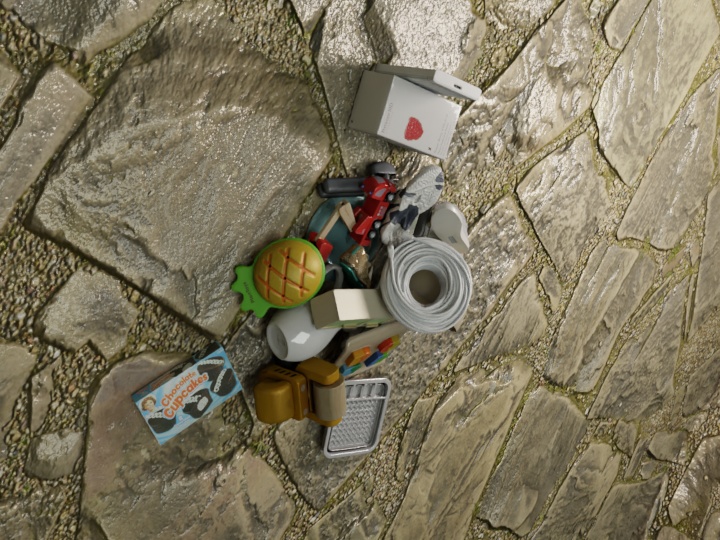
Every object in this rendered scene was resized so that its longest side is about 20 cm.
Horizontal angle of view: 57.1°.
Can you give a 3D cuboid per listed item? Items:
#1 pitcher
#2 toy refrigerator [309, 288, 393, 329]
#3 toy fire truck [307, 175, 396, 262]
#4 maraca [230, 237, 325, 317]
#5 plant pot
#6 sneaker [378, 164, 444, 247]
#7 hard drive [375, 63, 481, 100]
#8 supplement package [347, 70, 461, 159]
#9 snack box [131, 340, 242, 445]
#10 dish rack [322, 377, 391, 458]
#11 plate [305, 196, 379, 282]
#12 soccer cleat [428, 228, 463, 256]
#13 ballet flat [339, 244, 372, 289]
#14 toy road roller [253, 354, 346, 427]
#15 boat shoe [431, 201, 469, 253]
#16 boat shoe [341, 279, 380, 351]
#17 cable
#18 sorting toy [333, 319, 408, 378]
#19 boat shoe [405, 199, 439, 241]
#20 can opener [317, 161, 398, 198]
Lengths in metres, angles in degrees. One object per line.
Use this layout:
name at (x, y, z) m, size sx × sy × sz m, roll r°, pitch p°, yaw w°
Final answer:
pitcher at (-0.105, 0.090, 1.416) m, size 0.197 × 0.120 × 0.176 m, roll -24°, pitch 114°, yaw -38°
toy refrigerator at (-0.008, 0.083, 1.393) m, size 0.197 × 0.075 × 0.072 m, roll 1°, pitch 72°, yaw -50°
toy fire truck at (-0.019, -0.110, 1.388) m, size 0.139 × 0.049 × 0.203 m, roll 7°, pitch 117°, yaw -45°
maraca at (-0.166, 0.015, 1.340) m, size 0.196 × 0.107 × 0.140 m, roll -25°, pitch 96°, yaw 6°
plant pot at (0.182, 0.027, 1.538) m, size 0.135 × 0.199 × 0.200 m, roll -51°, pitch 128°, yaw -6°
sneaker at (0.097, -0.162, 1.449) m, size 0.078 × 0.130 × 0.202 m, roll 19°, pitch 114°, yaw -26°
hard drive at (0.136, -0.388, 1.356) m, size 0.129 × 0.199 × 0.027 m, roll 10°, pitch 103°, yaw -37°
supplement package at (0.094, -0.326, 1.399) m, size 0.196 × 0.119 × 0.124 m, roll 11°, pitch 101°, yaw -37°
snack box at (-0.348, 0.247, 1.342) m, size 0.198 × 0.037 × 0.118 m, roll -33°, pitch 123°, yaw -22°
dish rack at (-0.016, 0.352, 1.617) m, size 0.168 × 0.043 × 0.205 m, roll 3°, pitch 105°, yaw -37°
plate at (-0.032, -0.069, 1.463) m, size 0.196 × 0.025 × 0.206 m, roll -13°, pitch 113°, yaw -31°
soccer cleat at (0.178, -0.077, 1.590) m, size 0.078 × 0.069 × 0.201 m, roll -45°, pitch 120°, yaw -7°
ballet flat at (0.000, 0.000, 1.435) m, size 0.066 × 0.070 × 0.201 m, roll -50°, pitch 165°, yaw -12°
toy road roller at (-0.138, 0.265, 1.401) m, size 0.145 × 0.196 × 0.126 m, roll -32°, pitch 126°, yaw -48°
boat shoe at (0.208, -0.110, 1.492) m, size 0.200 × 0.070 × 0.070 m, roll 43°, pitch 43°, yaw -54°
boat shoe at (0.011, 0.101, 1.538) m, size 0.066 × 0.074 × 0.201 m, roll 40°, pitch 89°, yaw -5°
cable at (0.137, 0.032, 1.402) m, size 0.194 × 0.069 × 0.206 m, roll 10°, pitch 78°, yaw -7°
sorting toy at (0.019, 0.192, 1.525) m, size 0.182 × 0.037 × 0.201 m, roll -18°, pitch 154°, yaw -30°
boat shoe at (0.144, -0.129, 1.495) m, size 0.060 × 0.071 × 0.205 m, roll 26°, pitch 86°, yaw -22°
can opener at (-0.004, -0.197, 1.432) m, size 0.196 × 0.053 × 0.069 m, roll -7°, pitch 79°, yaw -33°
